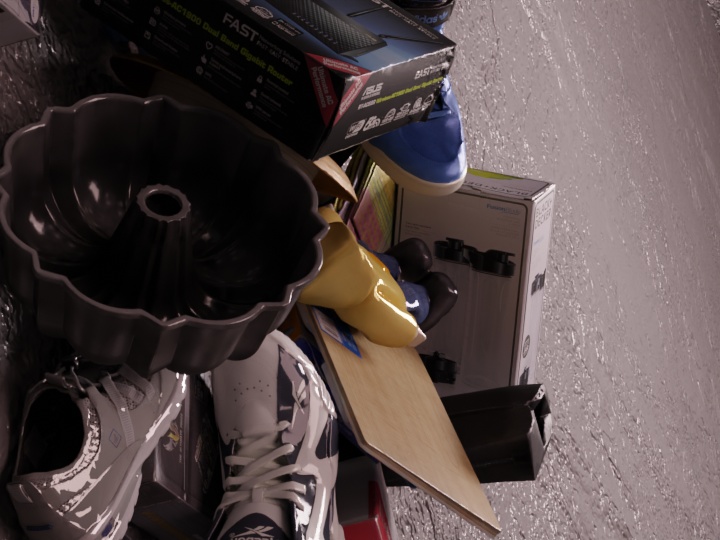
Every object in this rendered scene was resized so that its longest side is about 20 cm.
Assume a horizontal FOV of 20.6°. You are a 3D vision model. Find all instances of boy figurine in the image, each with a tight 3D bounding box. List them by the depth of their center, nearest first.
[{"bbox_3d":[0.000,0.000,1.411,0.125,0.064,0.200,56,13,18],"label":"boy figurine"}]

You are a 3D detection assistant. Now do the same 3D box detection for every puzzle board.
[{"bbox_3d":[0.018,0.089,1.388,0.151,0.017,0.200,37,18,-38],"label":"puzzle board"}]

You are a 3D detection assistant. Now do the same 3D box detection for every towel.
[{"bbox_3d":[0.025,-0.044,1.579,0.200,0.023,0.144,68,38,-55],"label":"towel"}]

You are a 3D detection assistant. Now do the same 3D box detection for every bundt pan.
[{"bbox_3d":[-0.125,-0.013,1.181,0.202,0.201,0.076,-77,-174,-49],"label":"bundt pan"}]

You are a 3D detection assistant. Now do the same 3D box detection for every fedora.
[{"bbox_3d":[-0.099,-0.069,1.325,0.082,0.200,0.201,-60,149,-7],"label":"fedora"}]

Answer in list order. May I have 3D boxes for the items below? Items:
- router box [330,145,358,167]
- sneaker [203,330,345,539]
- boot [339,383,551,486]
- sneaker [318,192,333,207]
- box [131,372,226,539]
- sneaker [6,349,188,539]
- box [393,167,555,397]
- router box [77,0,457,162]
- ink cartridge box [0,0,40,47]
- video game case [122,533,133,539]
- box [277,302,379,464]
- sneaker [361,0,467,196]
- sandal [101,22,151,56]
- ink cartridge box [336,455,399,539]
[{"bbox_3d":[-0.041,-0.159,1.502,0.200,0.052,0.158,136,-53,-71],"label":"router box"},{"bbox_3d":[-0.060,0.140,1.240,0.130,0.079,0.200,-57,143,-75],"label":"sneaker"},{"bbox_3d":[0.049,0.108,1.517,0.165,0.199,0.066,-77,148,-49],"label":"boot"},{"bbox_3d":[0.002,-0.045,1.659,0.200,0.079,0.074,8,92,-69],"label":"sneaker"},{"bbox_3d":[-0.118,0.077,1.310,0.158,0.048,0.201,45,37,-56],"label":"box"},{"bbox_3d":[-0.156,0.076,1.169,0.200,0.074,0.082,-81,153,-43],"label":"sneaker"},{"bbox_3d":[0.085,0.022,1.574,0.060,0.116,0.201,-33,130,-61],"label":"box"},{"bbox_3d":[-0.057,-0.157,1.270,0.150,0.200,0.062,-26,146,-58],"label":"router box"},{"bbox_3d":[-0.251,-0.219,1.148,0.200,0.039,0.100,40,42,-58],"label":"ink cartridge box"},{"bbox_3d":[-0.129,0.277,1.196,0.181,0.025,0.201,53,31,-48],"label":"video game case"},{"bbox_3d":[-0.023,0.058,1.459,0.119,0.041,0.200,43,17,-23],"label":"box"},{"bbox_3d":[0.036,-0.160,1.470,0.111,0.076,0.200,116,-38,-52],"label":"sneaker"},{"bbox_3d":[-0.126,-0.164,1.406,0.200,0.079,0.087,41,44,-46],"label":"sandal"},{"bbox_3d":[-0.002,0.252,1.407,0.145,0.083,0.201,-93,168,-78],"label":"ink cartridge box"}]
